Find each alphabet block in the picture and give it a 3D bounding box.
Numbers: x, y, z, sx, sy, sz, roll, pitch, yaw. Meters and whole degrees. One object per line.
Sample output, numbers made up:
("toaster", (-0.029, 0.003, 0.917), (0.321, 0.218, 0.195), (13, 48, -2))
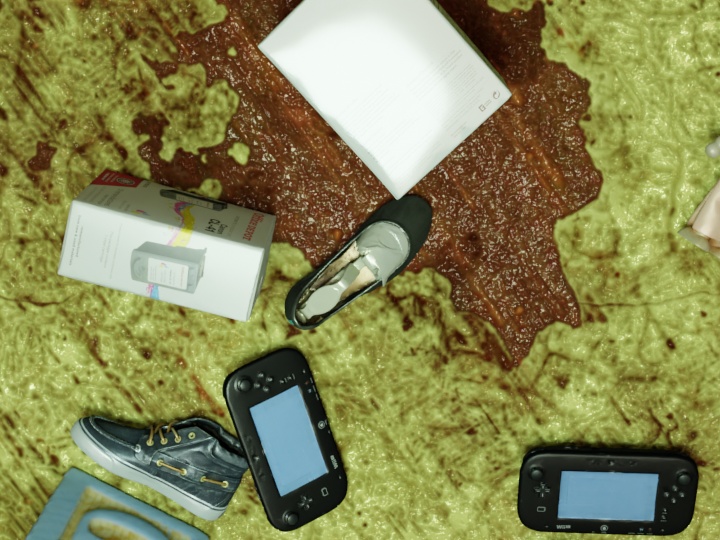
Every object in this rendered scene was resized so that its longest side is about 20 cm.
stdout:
("alphabet block", (-0.303, 0.379, 1.366), (0.194, 0.197, 0.201), (28, 104, -4))

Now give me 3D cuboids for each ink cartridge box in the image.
("ink cartridge box", (-0.196, -0.028, 1.277), (0.198, 0.148, 0.086), (13, 107, -3))

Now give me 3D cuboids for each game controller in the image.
("game controller", (0.277, 0.249, 1.380), (0.198, 0.042, 0.105), (2, 105, 2))
("game controller", (-0.083, 0.189, 1.374), (0.104, 0.042, 0.202), (-22, 105, -14))

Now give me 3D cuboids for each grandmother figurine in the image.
("grandmother figurine", (0.409, -0.111, 1.281), (0.121, 0.061, 0.201), (23, 103, -32))

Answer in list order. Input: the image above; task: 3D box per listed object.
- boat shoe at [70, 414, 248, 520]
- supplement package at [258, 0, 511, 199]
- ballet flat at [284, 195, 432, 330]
("boat shoe", (-0.221, 0.195, 1.382), (0.199, 0.071, 0.091), (30, 103, -13))
("supplement package", (0.026, -0.207, 1.218), (0.152, 0.151, 0.200), (-41, 100, 12))
("ballet flat", (0.000, 0.000, 1.317), (0.200, 0.068, 0.068), (-42, 99, 12))
